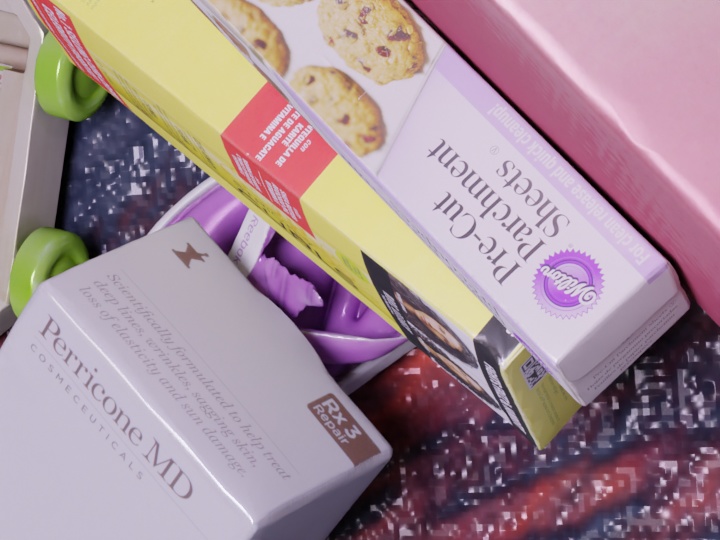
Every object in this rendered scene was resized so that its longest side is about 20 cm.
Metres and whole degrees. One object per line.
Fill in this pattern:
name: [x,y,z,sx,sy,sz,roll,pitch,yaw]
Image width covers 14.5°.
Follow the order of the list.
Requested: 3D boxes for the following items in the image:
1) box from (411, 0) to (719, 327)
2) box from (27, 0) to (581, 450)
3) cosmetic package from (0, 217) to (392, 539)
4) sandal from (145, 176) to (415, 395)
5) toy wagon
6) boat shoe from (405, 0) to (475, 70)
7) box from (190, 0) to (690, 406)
box: [0.106,-0.064,0.685,0.128,0.109,0.200,-44,85,-2]
box: [-0.011,-0.037,0.803,0.200,0.075,0.050,40,82,23]
cosmetic package: [-0.086,0.090,0.878,0.102,0.074,0.200,47,130,16]
sandal: [-0.003,-0.007,0.859,0.202,0.050,0.083,-24,84,26]
toy wagon: [-0.152,-0.068,0.940,0.155,0.040,0.201,14,101,26]
boat shoe: [0.075,-0.061,0.785,0.200,0.072,0.076,33,75,14]
box: [0.004,-0.049,0.743,0.041,0.039,0.200,-42,65,-1]
